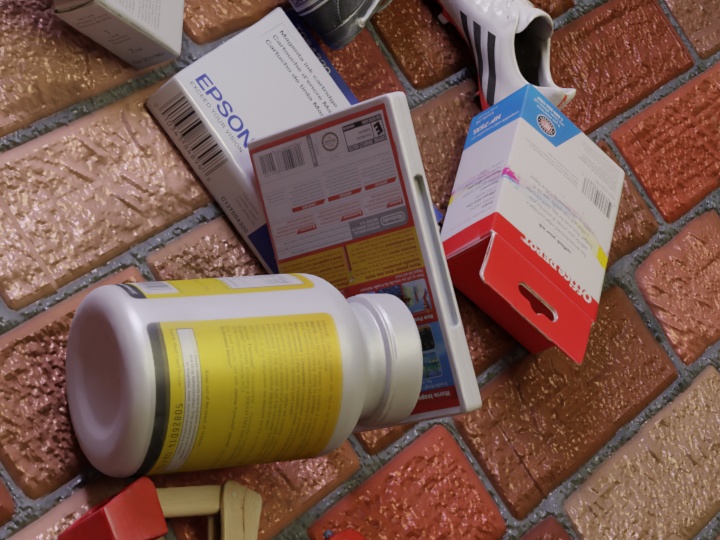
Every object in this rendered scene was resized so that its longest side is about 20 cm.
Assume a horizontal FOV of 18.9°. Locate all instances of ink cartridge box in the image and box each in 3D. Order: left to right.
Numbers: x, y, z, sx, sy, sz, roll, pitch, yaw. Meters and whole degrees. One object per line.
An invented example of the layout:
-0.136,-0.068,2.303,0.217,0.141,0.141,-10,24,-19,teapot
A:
-0.177,-0.258,1.421,0.173,0.043,0.202,31,54,-50,ink cartridge box
-0.031,-0.083,1.517,0.197,0.043,0.200,53,40,-4,ink cartridge box
0.124,-0.025,1.611,0.116,0.067,0.201,40,45,-24,ink cartridge box

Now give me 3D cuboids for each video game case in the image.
0.000,0.000,1.377,0.017,0.142,0.202,-14,90,-43,video game case

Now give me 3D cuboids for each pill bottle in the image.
-0.067,0.060,1.292,0.198,0.112,0.113,-3,66,-30,pill bottle

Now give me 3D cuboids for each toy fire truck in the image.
-0.072,0.178,1.292,0.199,0.049,0.142,-18,78,-50,toy fire truck

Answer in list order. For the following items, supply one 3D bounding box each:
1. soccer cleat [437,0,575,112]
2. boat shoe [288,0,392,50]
0.107,-0.200,1.703,0.068,0.085,0.202,-4,68,-47,soccer cleat
0.012,-0.233,1.637,0.068,0.073,0.200,53,35,-16,boat shoe
